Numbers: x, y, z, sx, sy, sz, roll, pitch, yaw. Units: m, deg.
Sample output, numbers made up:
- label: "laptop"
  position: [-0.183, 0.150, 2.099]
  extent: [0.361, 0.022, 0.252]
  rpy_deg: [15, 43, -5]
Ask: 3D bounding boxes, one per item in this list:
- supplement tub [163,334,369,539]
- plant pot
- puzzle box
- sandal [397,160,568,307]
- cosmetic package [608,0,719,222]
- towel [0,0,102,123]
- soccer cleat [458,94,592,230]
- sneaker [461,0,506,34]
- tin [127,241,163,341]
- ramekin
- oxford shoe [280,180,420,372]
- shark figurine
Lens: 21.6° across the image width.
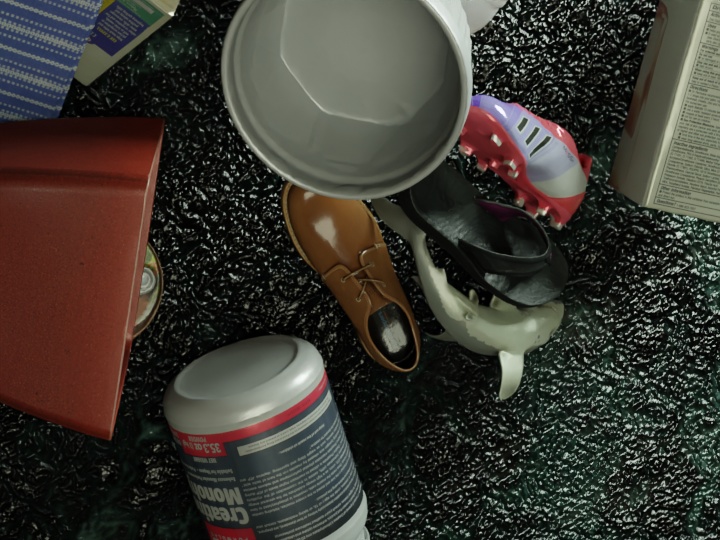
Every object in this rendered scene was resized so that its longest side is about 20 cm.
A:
- label: "supplement tub"
  position: [-0.075, 0.169, 1.590]
  extent: [0.139, 0.140, 0.202]
  rpy_deg: [-21, 110, -10]
- label: "plant pot"
  position: [-0.252, -0.012, 1.424]
  extent: [0.174, 0.200, 0.202]
  rpy_deg: [10, 107, -5]
- label: "puzzle box"
  position: [-0.250, -0.231, 1.436]
  extent: [0.199, 0.133, 0.026]
  rpy_deg: [37, 51, -23]
- label: "sandal"
  position: [0.113, -0.028, 1.584]
  extent: [0.200, 0.048, 0.076]
  rpy_deg: [32, 63, -35]
- label: "cosmetic package"
  position: [0.297, -0.151, 1.637]
  extent: [0.102, 0.087, 0.202]
  rpy_deg: [12, 103, -18]
- label: "towel"
  position: [-0.286, -0.170, 1.440]
  extent: [0.143, 0.024, 0.201]
  rpy_deg: [16, 134, -18]
- label: "soccer cleat"
  position: [0.138, -0.106, 1.585]
  extent: [0.077, 0.066, 0.200]
  rpy_deg: [-62, 143, -11]
- label: "sneaker"
  position: [0.027, -0.256, 1.541]
  extent: [0.199, 0.076, 0.089]
  rpy_deg: [35, 117, -18]
- label: "tin"
  position: [-0.261, 0.012, 1.544]
  extent: [0.198, 0.042, 0.113]
  rpy_deg: [-6, 111, -14]
- label: "ramekin"
  position: [-0.004, -0.169, 1.497]
  extent: [0.198, 0.105, 0.202]
  rpy_deg: [6, 121, 10]
- label: "oxford shoe"
  position: [0.000, 0.000, 1.602]
  extent: [0.071, 0.071, 0.201]
  rpy_deg: [-34, 111, -3]
- label: "shark figurine"
  position: [0.079, 0.031, 1.634]
  extent: [0.214, 0.089, 0.129]
  rpy_deg: [38, 59, -30]
